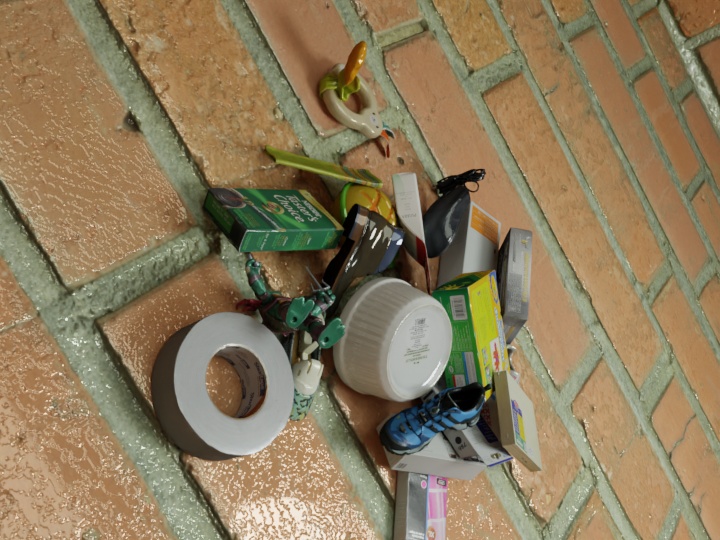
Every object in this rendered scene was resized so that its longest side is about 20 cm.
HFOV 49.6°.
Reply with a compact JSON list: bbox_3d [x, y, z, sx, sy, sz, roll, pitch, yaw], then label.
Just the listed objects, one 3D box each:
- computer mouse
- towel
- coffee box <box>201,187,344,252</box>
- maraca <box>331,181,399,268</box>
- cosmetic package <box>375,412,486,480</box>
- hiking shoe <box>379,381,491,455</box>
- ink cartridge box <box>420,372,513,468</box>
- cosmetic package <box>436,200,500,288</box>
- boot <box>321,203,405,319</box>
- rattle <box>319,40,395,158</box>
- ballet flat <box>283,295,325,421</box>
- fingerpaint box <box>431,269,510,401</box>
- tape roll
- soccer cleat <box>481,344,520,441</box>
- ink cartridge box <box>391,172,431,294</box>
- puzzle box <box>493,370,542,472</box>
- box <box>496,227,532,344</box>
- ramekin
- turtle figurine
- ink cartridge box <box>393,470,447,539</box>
[{"bbox_3d":[0.159,-0.118,1.523,0.053,0.138,0.201,35,65,-25],"label":"computer mouse"},{"bbox_3d":[-0.062,-0.176,1.324,0.199,0.086,0.018,10,105,-26],"label":"towel"},{"bbox_3d":[-0.135,-0.082,1.226,0.199,0.044,0.123,-3,38,-44],"label":"coffee box"},{"bbox_3d":[0.019,-0.080,1.376,0.200,0.106,0.138,32,54,-53],"label":"maraca"},{"bbox_3d":[0.124,0.304,1.338,0.199,0.051,0.083,19,32,-38],"label":"cosmetic package"},{"bbox_3d":[0.116,0.229,1.257,0.199,0.087,0.075,-17,53,-31],"label":"hiking shoe"},{"bbox_3d":[0.178,0.265,1.370,0.099,0.039,0.200,5,43,-52],"label":"ink cartridge box"},{"bbox_3d":[0.220,-0.027,1.569,0.101,0.071,0.201,30,56,-32],"label":"cosmetic package"},{"bbox_3d":[0.000,0.000,1.279,0.096,0.075,0.201,18,101,-19],"label":"boot"},{"bbox_3d":[0.031,-0.320,1.463,0.200,0.143,0.130,45,29,-13],"label":"rattle"},{"bbox_3d":[-0.086,0.130,1.213,0.074,0.074,0.202,18,62,-38],"label":"ballet flat"},{"bbox_3d":[0.200,0.114,1.396,0.167,0.073,0.202,-23,105,-62],"label":"fingerpaint box"},{"bbox_3d":[-0.191,0.163,1.100,0.199,0.066,0.202,19,61,-37],"label":"tape roll"},{"bbox_3d":[0.269,0.236,1.497,0.070,0.086,0.202,14,66,-39],"label":"soccer cleat"},{"bbox_3d":[0.093,-0.055,1.410,0.161,0.050,0.202,73,12,-73],"label":"ink cartridge box"},{"bbox_3d":[0.285,0.274,1.403,0.200,0.025,0.134,47,36,-53],"label":"puzzle box"},{"bbox_3d":[0.295,0.040,1.556,0.048,0.159,0.201,11,60,-2],"label":"box"},{"bbox_3d":[0.061,0.119,1.275,0.199,0.105,0.202,-15,113,-41],"label":"ramekin"},{"bbox_3d":[-0.106,0.049,1.166,0.149,0.200,0.101,15,98,-31],"label":"turtle figurine"},{"bbox_3d":[0.098,0.437,1.293,0.094,0.037,0.201,25,59,-34],"label":"ink cartridge box"}]
